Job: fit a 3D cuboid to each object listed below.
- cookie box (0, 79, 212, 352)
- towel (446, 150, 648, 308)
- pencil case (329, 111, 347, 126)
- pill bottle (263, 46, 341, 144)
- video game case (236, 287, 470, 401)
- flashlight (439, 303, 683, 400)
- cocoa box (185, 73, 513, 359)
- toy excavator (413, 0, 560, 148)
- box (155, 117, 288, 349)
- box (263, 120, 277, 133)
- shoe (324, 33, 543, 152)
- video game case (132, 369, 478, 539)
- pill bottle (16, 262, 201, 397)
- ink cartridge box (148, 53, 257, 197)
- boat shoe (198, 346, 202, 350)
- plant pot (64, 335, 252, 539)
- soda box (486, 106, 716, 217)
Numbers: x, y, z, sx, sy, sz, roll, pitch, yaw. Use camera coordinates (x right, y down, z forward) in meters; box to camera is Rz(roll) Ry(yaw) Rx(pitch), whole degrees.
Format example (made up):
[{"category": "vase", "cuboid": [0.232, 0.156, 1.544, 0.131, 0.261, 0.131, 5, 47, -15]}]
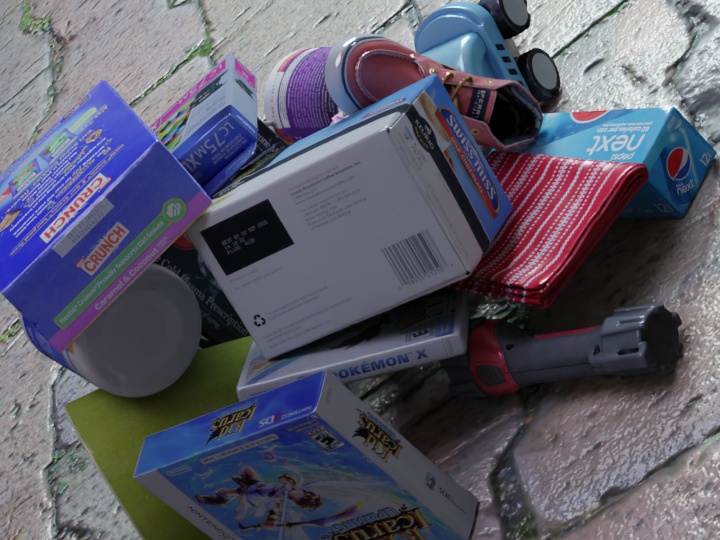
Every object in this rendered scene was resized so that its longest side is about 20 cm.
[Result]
[{"category": "cookie box", "cuboid": [-0.223, -0.048, 1.685, 0.171, 0.075, 0.200, -44, 27, 0]}, {"category": "towel", "cuboid": [0.126, -0.039, 1.675, 0.145, 0.022, 0.200, -50, 29, -18]}, {"category": "pencil case", "cuboid": [0.015, -0.088, 1.820, 0.087, 0.087, 0.200, -45, 17, 4]}, {"category": "pill bottle", "cuboid": [0.003, -0.163, 2.032, 0.200, 0.111, 0.111, 4, 58, 55]}, {"category": "video game case", "cuboid": [-0.001, 0.043, 1.706, 0.182, 0.022, 0.200, -15, 19, 10]}, {"category": "flashlight", "cuboid": [0.155, 0.060, 1.625, 0.200, 0.068, 0.068, -11, 71, 41]}, {"category": "cocoa box", "cuboid": [-0.007, -0.042, 1.650, 0.200, 0.133, 0.131, -24, 13, 28]}, {"category": "toy excavator", "cuboid": [0.094, -0.133, 1.875, 0.100, 0.195, 0.200, -20, 12, 39]}, {"category": "box", "cuboid": [-0.116, -0.028, 1.938, 0.182, 0.200, 0.104, -55, 29, -11]}, {"category": "box", "cuboid": [-0.144, -0.052, 2.100, 0.200, 0.121, 0.032, -27, -8, 30]}, {"category": "shoe", "cuboid": [0.064, -0.144, 1.718, 0.091, 0.200, 0.072, 7, 83, 39]}, {"category": "video game case", "cuboid": [-0.043, 0.169, 1.628, 0.200, 0.181, 0.045, -22, 39, 38]}, {"category": "pill bottle", "cuboid": [-0.222, 0.032, 1.772, 0.112, 0.112, 0.200, -53, 30, -10]}, {"category": "ink cartridge box", "cuboid": [-0.141, -0.106, 1.790, 0.119, 0.042, 0.200, -41, 22, 14]}, {"category": "boat shoe", "cuboid": [-0.203, 0.067, 2.087, 0.200, 0.071, 0.064, 13, 98, 48]}, {"category": "plant pot", "cuboid": [-0.117, 0.138, 1.789, 0.200, 0.187, 0.187, -33, 29, -5]}, {"category": "soda box", "cuboid": [0.192, -0.088, 1.744, 0.200, 0.064, 0.068, 3, 56, 53]}]
